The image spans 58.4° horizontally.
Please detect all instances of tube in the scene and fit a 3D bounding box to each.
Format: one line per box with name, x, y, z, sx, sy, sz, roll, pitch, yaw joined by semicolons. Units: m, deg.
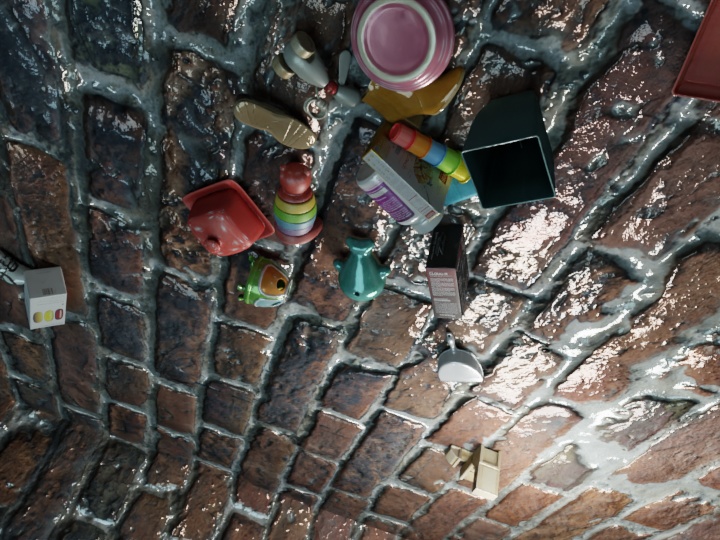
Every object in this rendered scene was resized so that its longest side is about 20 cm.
tube;0.252;-0.193;1.425;0.199;0.050;0.078;-11;116;36

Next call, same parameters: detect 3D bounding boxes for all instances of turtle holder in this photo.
turtle holder;-0.265;0.048;1.803;0.131;0.141;0.186;18;138;-1

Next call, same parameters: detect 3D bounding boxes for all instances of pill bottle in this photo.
pill bottle;0.094;-0.174;1.449;0.112;0.113;0.200;-27;122;40

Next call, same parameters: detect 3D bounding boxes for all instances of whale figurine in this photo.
whale figurine;0.000;0.000;1.680;0.158;0.104;0.201;9;138;11

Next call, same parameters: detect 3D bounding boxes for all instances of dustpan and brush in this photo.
dustpan and brush;0.282;0.258;1.911;0.139;0.058;0.200;-4;141;21

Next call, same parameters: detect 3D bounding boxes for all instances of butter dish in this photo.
butter dish;-0.358;-0.107;1.660;0.199;0.148;0.200;-13;131;31

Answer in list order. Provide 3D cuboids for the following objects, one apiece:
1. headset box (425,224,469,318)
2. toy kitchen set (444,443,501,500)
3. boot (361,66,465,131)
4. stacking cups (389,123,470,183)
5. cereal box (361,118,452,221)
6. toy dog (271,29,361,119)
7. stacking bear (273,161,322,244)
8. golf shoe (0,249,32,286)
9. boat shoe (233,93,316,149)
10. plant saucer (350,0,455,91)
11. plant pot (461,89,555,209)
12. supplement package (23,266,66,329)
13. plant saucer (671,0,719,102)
headset box;0.213;-0.003;1.566;0.077;0.149;0.201;1;137;18
toy kitchen set;0.380;0.733;2.291;0.162;0.181;0.201;20;135;-1
boot;0.097;-0.362;1.270;0.144;0.071;0.201;30;143;-18
stacking cups;0.148;-0.245;1.351;0.199;0.061;0.060;19;142;-26
cereal box;0.104;-0.217;1.359;0.200;0.144;0.039;40;134;-16
toy dog;-0.085;-0.410;1.292;0.131;0.097;0.200;-10;147;26
stacking bear;-0.156;-0.172;1.552;0.121;0.114;0.201;12;134;7
golf shoe;-1.161;-0.015;2.107;0.199;0.078;0.095;17;139;-1
boat shoe;-0.184;-0.332;1.413;0.199;0.065;0.072;18;134;-30
plant saucer;0.071;-0.427;1.183;0.199;0.051;0.202;10;121;17
plant pot;0.292;-0.245;1.230;0.140;0.201;0.142;-7;134;27
supplement package;-1.039;0.092;2.124;0.113;0.110;0.200;-9;151;-31
plant saucer;0.659;-0.375;1.081;0.199;0.037;0.200;12;139;9
